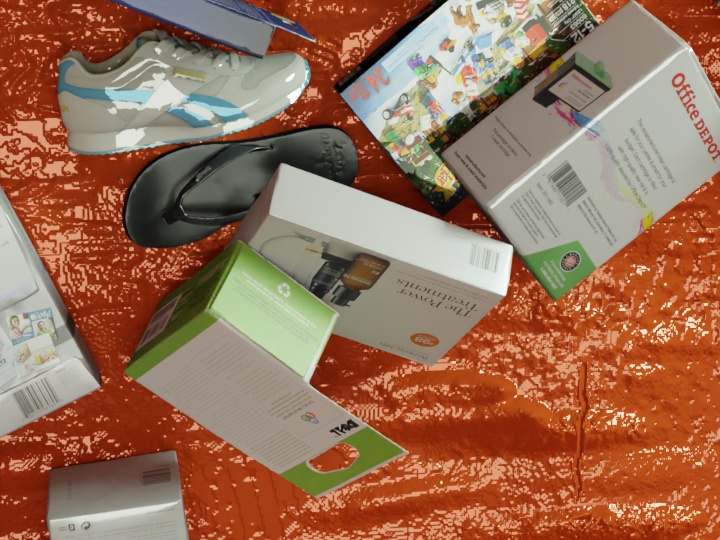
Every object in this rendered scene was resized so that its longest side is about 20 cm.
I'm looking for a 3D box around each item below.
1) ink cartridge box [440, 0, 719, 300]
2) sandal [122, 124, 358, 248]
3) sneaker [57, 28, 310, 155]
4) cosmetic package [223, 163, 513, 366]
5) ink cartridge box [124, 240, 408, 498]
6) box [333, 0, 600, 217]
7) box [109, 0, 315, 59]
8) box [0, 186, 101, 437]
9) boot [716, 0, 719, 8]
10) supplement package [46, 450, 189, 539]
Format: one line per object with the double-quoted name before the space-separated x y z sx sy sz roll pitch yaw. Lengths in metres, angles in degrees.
"ink cartridge box" 0.187 -0.095 1.451 0.200 0.084 0.145 -39 136 2
"sandal" -0.099 -0.072 1.460 0.199 0.043 0.076 -19 107 -4
"sneaker" -0.138 -0.148 1.416 0.199 0.077 0.081 -12 111 -6
"cosmetic package" 0.000 0.000 1.445 0.199 0.151 0.052 19 62 -13
"ink cartridge box" -0.066 0.086 1.451 0.200 0.148 0.076 36 53 -17
"box" 0.097 -0.160 1.471 0.200 0.038 0.137 -41 107 3
"box" -0.136 -0.204 1.378 0.199 0.121 0.033 19 100 -13
"box" -0.322 0.039 1.456 0.155 0.041 0.201 -27 108 -2
"boot" 0.388 -0.208 1.472 0.151 0.200 0.073 44 139 13
"supplement package" -0.191 0.268 1.501 0.109 0.114 0.201 -8 107 -6
